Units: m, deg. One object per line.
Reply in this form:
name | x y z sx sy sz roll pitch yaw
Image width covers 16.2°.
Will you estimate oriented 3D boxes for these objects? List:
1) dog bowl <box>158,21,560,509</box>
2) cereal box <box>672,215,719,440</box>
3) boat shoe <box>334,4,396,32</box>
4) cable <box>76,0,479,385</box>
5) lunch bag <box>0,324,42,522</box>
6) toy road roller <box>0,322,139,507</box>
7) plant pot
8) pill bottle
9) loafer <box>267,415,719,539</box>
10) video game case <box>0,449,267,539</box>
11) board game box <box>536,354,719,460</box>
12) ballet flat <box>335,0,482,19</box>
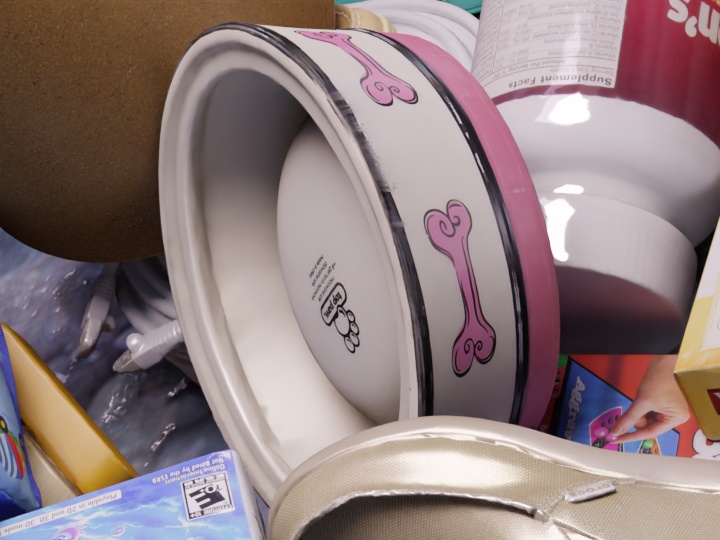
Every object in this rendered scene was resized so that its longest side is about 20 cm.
dog bowl | 0.000 0.000 0.938 0.074 0.200 0.200 -15 29 -27
cereal box | 0.205 -0.026 0.933 0.144 0.040 0.200 -10 36 31
boat shoe | -0.079 -0.072 1.098 0.200 0.063 0.073 -22 40 18
cable | -0.015 -0.031 1.114 0.200 0.069 0.200 -14 43 27
lunch bag | -0.197 0.015 0.975 0.094 0.151 0.200 -31 60 1
toy road roller | -0.189 0.078 1.128 0.123 0.146 0.200 -41 75 -4
plant pot | -0.132 -0.123 0.998 0.186 0.200 0.187 -8 68 20
pill bottle | 0.097 -0.070 1.013 0.109 0.110 0.200 -8 59 33
loafer | 0.061 0.097 0.824 0.200 0.076 0.068 0 35 16
video game case | -0.121 0.159 0.902 0.200 0.046 0.181 -18 34 -1
board game box | 0.102 0.103 0.879 0.103 0.019 0.200 0 41 15
ballet flat | 0.036 -0.135 1.195 0.200 0.067 0.064 -19 15 23
